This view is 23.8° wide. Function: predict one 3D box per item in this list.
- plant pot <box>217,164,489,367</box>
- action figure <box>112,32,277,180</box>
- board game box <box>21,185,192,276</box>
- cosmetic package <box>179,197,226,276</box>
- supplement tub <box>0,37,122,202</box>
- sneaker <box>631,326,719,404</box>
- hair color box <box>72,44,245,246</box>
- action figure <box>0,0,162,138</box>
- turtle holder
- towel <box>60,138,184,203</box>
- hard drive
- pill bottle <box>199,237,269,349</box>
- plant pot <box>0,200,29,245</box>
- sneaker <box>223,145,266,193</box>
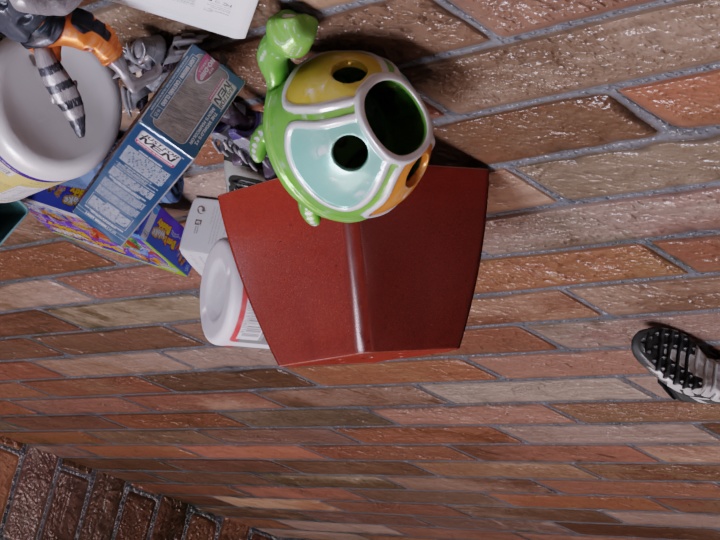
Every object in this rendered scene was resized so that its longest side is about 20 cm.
[{"bbox_3d":[0.000,0.000,1.673,0.199,0.178,0.199,1,171,-42],"label":"plant pot"},{"bbox_3d":[-0.150,-0.160,1.590,0.129,0.070,0.200,5,159,40],"label":"action figure"},{"bbox_3d":[-0.300,-0.062,1.985,0.199,0.045,0.134,17,166,25],"label":"board game box"},{"bbox_3d":[-0.095,-0.024,1.964,0.198,0.075,0.102,9,163,19],"label":"cosmetic package"},{"bbox_3d":[-0.332,-0.144,1.641,0.145,0.146,0.199,24,160,-30],"label":"supplement tub"},{"bbox_3d":[0.387,0.123,2.066,0.199,0.067,0.090,22,159,-32],"label":"sneaker"},{"bbox_3d":[-0.184,-0.109,1.529,0.060,0.100,0.200,35,147,-10],"label":"hair color box"},{"bbox_3d":[-0.248,-0.208,1.393,0.199,0.105,0.194,10,150,45],"label":"action figure"},{"bbox_3d":[-0.010,-0.137,1.475,0.140,0.187,0.131,-14,180,-33],"label":"turtle holder"},{"bbox_3d":[-0.294,-0.119,1.853,0.198,0.049,0.112,10,166,7],"label":"towel"},{"bbox_3d":[-0.139,-0.250,1.363,0.131,0.027,0.200,16,163,-7],"label":"hard drive"},{"bbox_3d":[-0.062,0.031,1.820,0.199,0.115,0.114,6,167,-24],"label":"pill bottle"},{"bbox_3d":[-0.496,-0.065,1.987,0.141,0.142,0.200,43,169,-16],"label":"plant pot"},{"bbox_3d":[-0.108,-0.079,1.789,0.073,0.080,0.200,13,162,7],"label":"sneaker"}]
